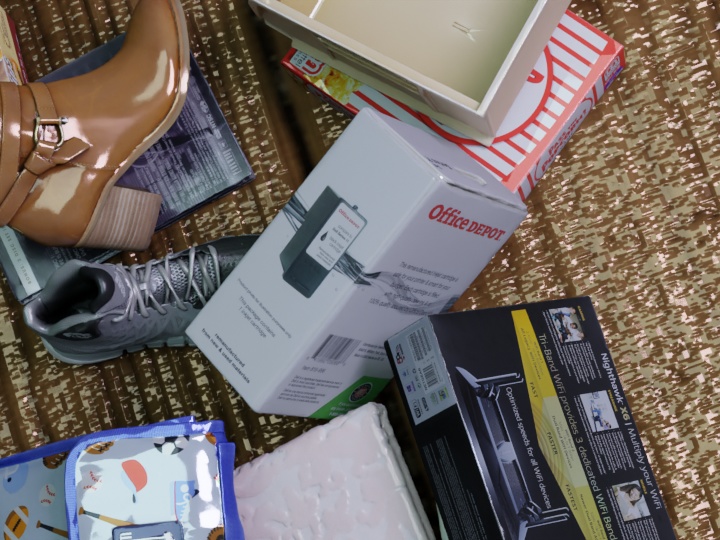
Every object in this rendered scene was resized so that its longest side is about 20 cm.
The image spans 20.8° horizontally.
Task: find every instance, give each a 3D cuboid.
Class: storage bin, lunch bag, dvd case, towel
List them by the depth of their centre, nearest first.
[{"bbox_3d":[-0.164,0.195,1.317,0.200,0.124,0.171,-13,78,33],"label":"lunch bag"},{"bbox_3d":[-0.035,0.215,1.345,0.200,0.032,0.191,-28,76,19],"label":"towel"},{"bbox_3d":[0.052,-0.223,1.363,0.198,0.094,0.200,28,84,14],"label":"storage bin"},{"bbox_3d":[-0.198,-0.085,1.467,0.200,0.016,0.149,-28,76,3],"label":"dvd case"}]

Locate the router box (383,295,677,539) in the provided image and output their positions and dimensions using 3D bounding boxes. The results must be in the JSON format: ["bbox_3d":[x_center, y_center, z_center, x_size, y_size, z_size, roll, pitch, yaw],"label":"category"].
[{"bbox_3d":[0.116,0.122,1.301,0.052,0.157,0.200,-33,69,45],"label":"router box"}]

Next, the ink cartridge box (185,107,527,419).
[{"bbox_3d":[0.000,0.000,1.320,0.083,0.147,0.200,46,104,26],"label":"ink cartridge box"}]

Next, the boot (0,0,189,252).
[{"bbox_3d":[-0.211,-0.117,1.399,0.155,0.077,0.201,12,92,-23],"label":"boot"}]

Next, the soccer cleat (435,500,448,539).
[{"bbox_3d":[0.077,0.128,1.342,0.069,0.078,0.201,-10,77,8],"label":"soccer cleat"}]

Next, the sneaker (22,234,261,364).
[{"bbox_3d":[-0.144,0.017,1.384,0.200,0.115,0.075,-18,76,6],"label":"sneaker"}]

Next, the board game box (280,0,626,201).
[{"bbox_3d":[0.067,-0.150,1.418,0.200,0.046,0.152,35,86,14],"label":"board game box"}]

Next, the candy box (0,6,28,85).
[{"bbox_3d":[-0.347,-0.117,1.466,0.200,0.055,0.116,-22,61,6],"label":"candy box"}]
